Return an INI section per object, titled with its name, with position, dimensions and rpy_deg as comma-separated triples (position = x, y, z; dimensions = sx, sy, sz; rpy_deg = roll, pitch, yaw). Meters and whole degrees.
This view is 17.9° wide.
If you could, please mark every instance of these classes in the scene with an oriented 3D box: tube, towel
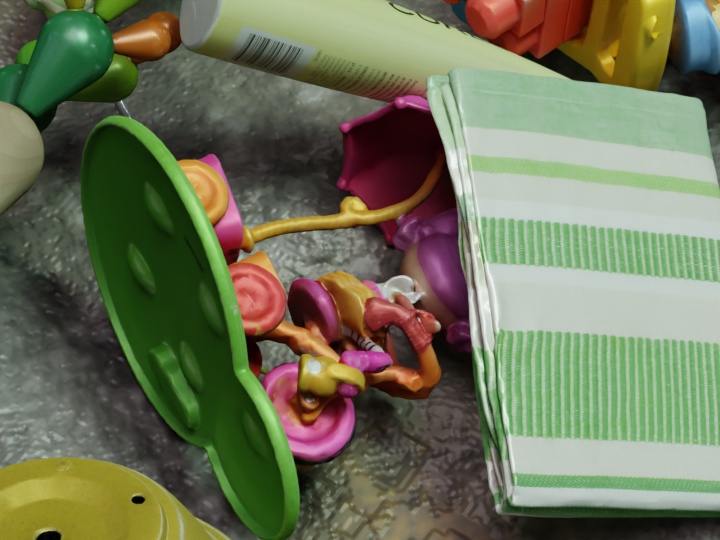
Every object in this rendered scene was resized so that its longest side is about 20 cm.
[tube]
position = 0.015, -0.100, 1.053
dimensions = 0.199, 0.052, 0.058
rpy_deg = 15, 32, -25
[towel]
position = 0.105, 0.010, 0.997
dimensions = 0.152, 0.023, 0.201
rpy_deg = 5, 66, -30

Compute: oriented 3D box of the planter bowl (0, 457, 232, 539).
[planter bowl]
position = -0.119, 0.132, 0.895
dimensions = 0.199, 0.084, 0.201
rpy_deg = -2, 34, 1

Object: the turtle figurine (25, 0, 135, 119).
[turtle figurine]
position = -0.100, -0.169, 1.150
dimensions = 0.144, 0.200, 0.194
rpy_deg = -39, 37, 5

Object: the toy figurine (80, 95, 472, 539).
[toy figurine]
position = 0.000, 0.000, 1.011
dimensions = 0.183, 0.150, 0.201
rpy_deg = -19, 65, -24

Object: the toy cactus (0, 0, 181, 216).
[toy cactus]
position = -0.160, -0.076, 1.019
dimensions = 0.199, 0.102, 0.165
rpy_deg = -31, 21, 20

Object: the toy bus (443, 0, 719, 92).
[toy bus]
position = 0.135, -0.148, 1.091
dimensions = 0.192, 0.136, 0.200
rpy_deg = -36, 64, -26
